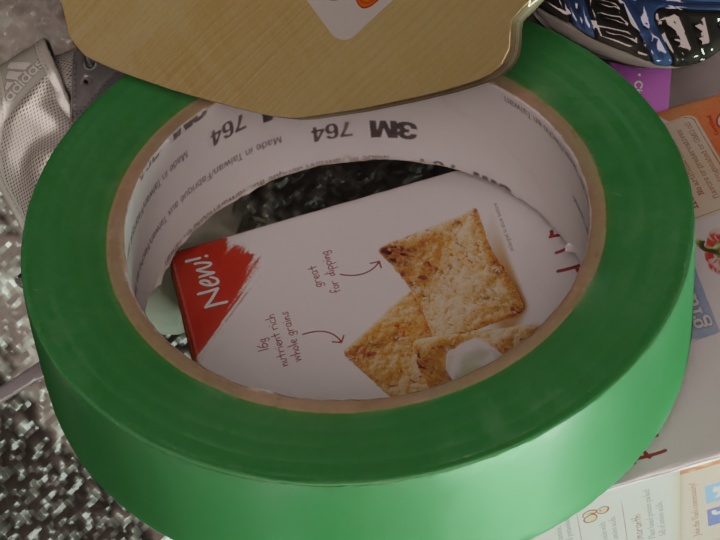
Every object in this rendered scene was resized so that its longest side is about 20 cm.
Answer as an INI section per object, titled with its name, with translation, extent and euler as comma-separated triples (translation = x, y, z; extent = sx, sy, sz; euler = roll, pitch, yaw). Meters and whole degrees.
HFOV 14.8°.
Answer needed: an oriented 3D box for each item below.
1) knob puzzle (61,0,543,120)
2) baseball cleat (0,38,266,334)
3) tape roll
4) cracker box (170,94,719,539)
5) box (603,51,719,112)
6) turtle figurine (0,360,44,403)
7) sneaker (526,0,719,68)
[knob puzzle]
translation = -0.013, -0.134, 0.850
extent = 0.220, 0.030, 0.220
euler = 0, 90, 23
[baseball cleat]
translation = -0.068, -0.081, 0.953
extent = 0.106, 0.070, 0.200
euler = 17, 89, -1
[tape roll]
translation = 0.000, 0.000, 0.838
extent = 0.200, 0.048, 0.200
euler = -3, 48, 4
[cracker box]
translation = 0.051, 0.032, 0.884
extent = 0.200, 0.058, 0.134
euler = -17, 54, -1
[box]
translation = 0.175, -0.080, 0.963
extent = 0.200, 0.036, 0.143
euler = 4, 90, 3
[turtle figurine]
translation = -0.139, 0.115, 0.903
extent = 0.200, 0.144, 0.194
euler = 12, 70, 7
[sneaker]
translation = 0.030, -0.121, 0.910
extent = 0.200, 0.077, 0.076
euler = 34, 82, 0
